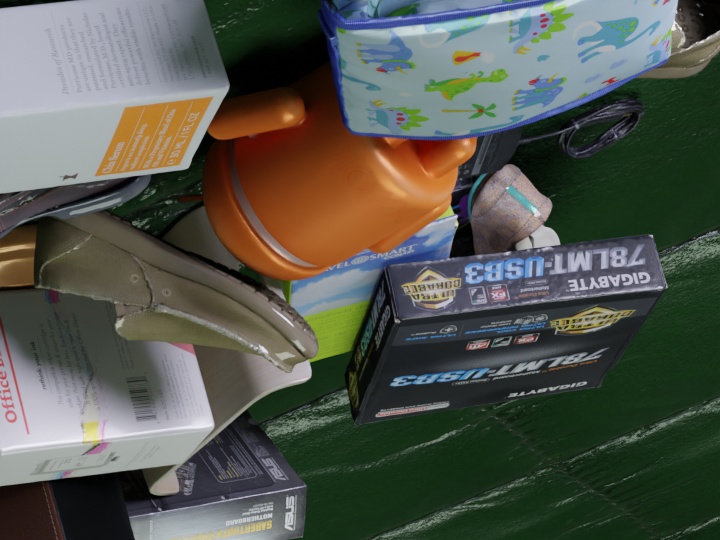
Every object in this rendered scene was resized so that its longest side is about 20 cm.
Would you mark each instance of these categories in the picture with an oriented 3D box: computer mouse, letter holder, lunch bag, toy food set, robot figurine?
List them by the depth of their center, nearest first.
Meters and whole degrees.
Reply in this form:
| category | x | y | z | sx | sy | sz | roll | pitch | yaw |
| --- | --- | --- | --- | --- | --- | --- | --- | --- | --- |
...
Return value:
| category | x | y | z | sx | sy | sz | roll | pitch | yaw |
| --- | --- | --- | --- | --- | --- | --- | --- | --- | --- |
| lunch bag | 0.073 | -0.155 | 1.414 | 0.200 | 0.128 | 0.170 | -26 | 160 | -6 |
| robot figurine | -0.020 | -0.067 | 1.573 | 0.200 | 0.117 | 0.144 | -30 | 170 | 31 |
| computer mouse | 0.113 | -0.100 | 1.728 | 0.200 | 0.034 | 0.059 | -9 | 136 | -35 |
| letter holder | -0.251 | 0.169 | 1.749 | 0.142 | 0.200 | 0.101 | -25 | 158 | 20 |
| toy food set | -0.113 | 0.056 | 1.762 | 0.060 | 0.144 | 0.200 | -5 | 155 | -39 |

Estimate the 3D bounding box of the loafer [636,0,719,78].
| category | x | y | z | sx | sy | sz | roll | pitch | yaw |
| --- | --- | --- | --- | --- | --- | --- | --- | --- | --- |
| loafer | 0.160 | -0.157 | 1.565 | 0.200 | 0.076 | 0.067 | -14 | 160 | -40 |

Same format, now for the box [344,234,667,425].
| category | x | y | z | sx | sy | sz | roll | pitch | yaw |
| --- | --- | --- | --- | --- | --- | --- | --- | --- | --- |
| box | 0.099 | 0.044 | 1.793 | 0.199 | 0.050 | 0.199 | -7 | 156 | -13 |

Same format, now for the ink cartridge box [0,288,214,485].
| category | x | y | z | sx | sy | sz | roll | pitch | yaw |
| --- | --- | --- | --- | --- | --- | --- | --- | --- | --- |
| ink cartridge box | -0.211 | 0.076 | 1.668 | 0.200 | 0.117 | 0.067 | -4 | 156 | -31 |

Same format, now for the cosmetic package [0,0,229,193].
| category | x | y | z | sx | sy | sz | roll | pitch | yaw |
| --- | --- | --- | --- | --- | --- | --- | --- | --- | --- |
| cosmetic package | -0.187 | -0.098 | 1.419 | 0.200 | 0.071 | 0.101 | -9 | 157 | -22 |

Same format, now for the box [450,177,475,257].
| category | x | y | z | sx | sy | sz | roll | pitch | yaw |
| --- | --- | --- | --- | --- | --- | --- | --- | --- | --- |
| box | 0.020 | -0.018 | 1.840 | 0.143 | 0.036 | 0.200 | -19 | 160 | -1 |

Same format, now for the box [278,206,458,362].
| category | x | y | z | sx | sy | sz | roll | pitch | yaw |
| --- | --- | --- | --- | --- | --- | --- | --- | --- | --- |
| box | 0.000 | 0.000 | 1.753 | 0.122 | 0.048 | 0.200 | -16 | 158 | -10 |

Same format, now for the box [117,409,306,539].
| category | x | y | z | sx | sy | sz | roll | pitch | yaw |
| --- | --- | --- | --- | --- | --- | --- | --- | --- | --- |
| box | -0.151 | 0.146 | 1.897 | 0.158 | 0.200 | 0.048 | -9 | 120 | -24 |

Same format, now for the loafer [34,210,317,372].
| category | x | y | z | sx | sy | sz | roll | pitch | yaw |
| --- | --- | --- | --- | --- | --- | --- | --- | --- | --- |
| loafer | -0.122 | 0.019 | 1.603 | 0.068 | 0.200 | 0.076 | -63 | 174 | 3 |

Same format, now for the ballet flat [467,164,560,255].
| category | x | y | z | sx | sy | sz | roll | pitch | yaw |
| --- | --- | --- | --- | --- | --- | --- | --- | --- | --- |
| ballet flat | 0.115 | -0.012 | 1.813 | 0.068 | 0.067 | 0.200 | -53 | 164 | -10 |

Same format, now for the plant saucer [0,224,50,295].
| category | x | y | z | sx | sy | sz | roll | pitch | yaw |
| --- | --- | --- | --- | --- | --- | --- | --- | --- | --- |
| plant saucer | -0.258 | 0.030 | 1.727 | 0.200 | 0.038 | 0.200 | -16 | 158 | -6 |

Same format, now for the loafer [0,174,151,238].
| category | x | y | z | sx | sy | sz | roll | pitch | yaw |
| --- | --- | --- | --- | --- | --- | --- | --- | --- | --- |
| loafer | -0.226 | -0.057 | 1.517 | 0.200 | 0.072 | 0.063 | -19 | 140 | -15 |
